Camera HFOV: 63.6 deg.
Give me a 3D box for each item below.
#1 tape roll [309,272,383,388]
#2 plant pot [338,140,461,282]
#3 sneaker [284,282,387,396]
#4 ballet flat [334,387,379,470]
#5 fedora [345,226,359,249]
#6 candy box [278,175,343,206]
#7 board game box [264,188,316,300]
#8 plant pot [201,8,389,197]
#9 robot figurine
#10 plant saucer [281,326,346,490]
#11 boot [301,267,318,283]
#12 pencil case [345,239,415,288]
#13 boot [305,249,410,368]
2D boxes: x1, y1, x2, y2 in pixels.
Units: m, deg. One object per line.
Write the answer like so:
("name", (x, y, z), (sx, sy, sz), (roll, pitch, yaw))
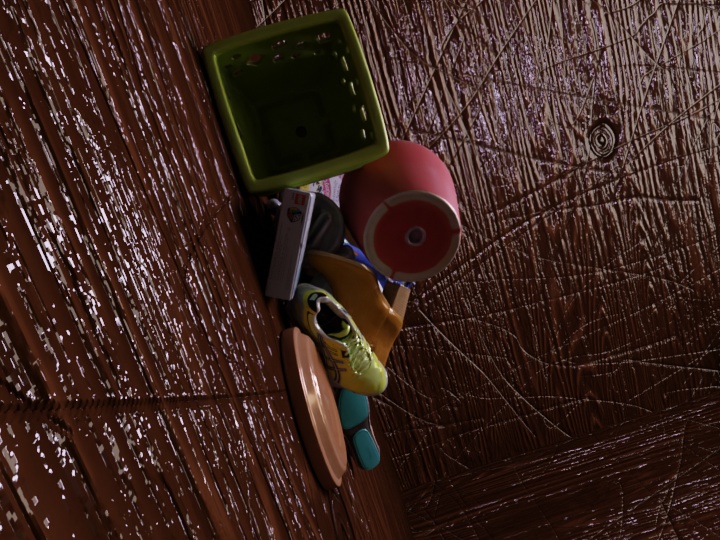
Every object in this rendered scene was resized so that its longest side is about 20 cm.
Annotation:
("tape roll", (-0.019, 0.089, 0.937), (0.203, 0.037, 0.204), (11, 77, -53))
("plant pot", (0.068, -0.083, 0.897), (0.177, 0.200, 0.201), (-101, 175, -64))
("sneaker", (-0.027, 0.104, 0.796), (0.200, 0.075, 0.076), (50, -18, -20))
("ballet flat", (-0.017, 0.268, 1.040), (0.067, 0.068, 0.201), (31, -44, 59))
("fedora", (-0.024, -0.053, 1.208), (0.201, 0.082, 0.201), (157, -90, -80))
("candy box", (-0.055, -0.185, 1.094), (0.061, 0.200, 0.137), (38, -46, 32))
("board game box", (-0.087, -0.042, 0.756), (0.200, 0.034, 0.127), (-114, -144, -82))
("plant pot", (-0.089, -0.215, 0.819), (0.181, 0.198, 0.201), (174, -102, -83))
("robot figurine", (-0.081, -0.064, 0.959), (0.169, 0.113, 0.200), (37, -4, 1))
("plant saucer", (-0.053, 0.166, 0.720), (0.200, 0.032, 0.201), (-17, 90, -90))
("boot", (-0.110, -0.020, 1.241), (0.200, 0.072, 0.167), (-110, -165, -56))
("pencil case", (0.000, 0.000, 1.077), (0.200, 0.078, 0.087), (34, -24, 19))
("boot", (-0.017, 0.065, 0.861), (0.071, 0.201, 0.144), (11, -103, 57))
